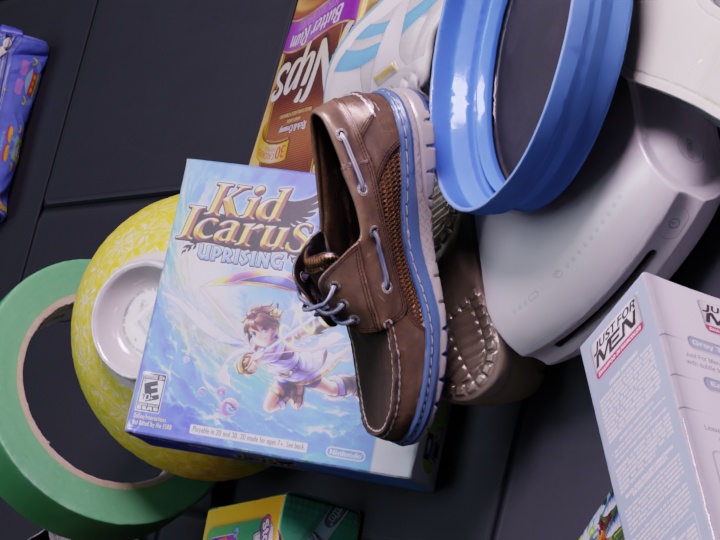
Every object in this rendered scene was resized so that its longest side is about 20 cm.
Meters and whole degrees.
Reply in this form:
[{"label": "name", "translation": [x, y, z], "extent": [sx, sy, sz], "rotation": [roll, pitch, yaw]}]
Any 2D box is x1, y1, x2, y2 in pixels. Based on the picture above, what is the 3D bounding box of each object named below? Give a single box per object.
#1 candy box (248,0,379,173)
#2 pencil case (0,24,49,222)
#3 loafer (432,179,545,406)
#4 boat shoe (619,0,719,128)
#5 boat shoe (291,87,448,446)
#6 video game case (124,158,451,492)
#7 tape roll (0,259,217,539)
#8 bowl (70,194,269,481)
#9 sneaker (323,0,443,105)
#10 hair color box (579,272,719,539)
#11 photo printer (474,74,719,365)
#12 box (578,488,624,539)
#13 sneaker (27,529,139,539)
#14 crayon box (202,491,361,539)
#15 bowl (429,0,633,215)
[{"label": "candy box", "translation": [-0.007, -0.155, 1.725], "extent": [0.117, 0.056, 0.201], "rotation": [12, 86, 64]}, {"label": "pencil case", "translation": [-0.365, -0.149, 2.433], "extent": [0.087, 0.078, 0.201], "rotation": [120, 163, -81]}, {"label": "loafer", "translation": [0.058, 0.001, 1.444], "extent": [0.076, 0.068, 0.200], "rotation": [-30, 52, 25]}, {"label": "boat shoe", "translation": [0.182, -0.111, 1.263], "extent": [0.073, 0.062, 0.200], "rotation": [-55, 37, 8]}, {"label": "boat shoe", "translation": [0.000, 0.000, 1.374], "extent": [0.072, 0.072, 0.201], "rotation": [-1, 93, 64]}, {"label": "video game case", "translation": [-0.033, 0.031, 1.527], "extent": [0.199, 0.045, 0.182], "rotation": [7, 77, 23]}, {"label": "tape roll", "translation": [-0.184, 0.092, 1.752], "extent": [0.048, 0.200, 0.201], "rotation": [-38, 41, 52]}, {"label": "bowl", "translation": [-0.119, 0.038, 1.646], "extent": [0.200, 0.108, 0.201], "rotation": [-3, 82, 23]}, {"label": "sneaker", "translation": [0.037, -0.132, 1.595], "extent": [0.200, 0.076, 0.081], "rotation": [-55, 32, 37]}, {"label": "hair color box", "translation": [0.172, 0.102, 1.128], "extent": [0.061, 0.099, 0.200], "rotation": [-53, 31, 36]}, {"label": "photo printer", "translation": [0.127, -0.058, 1.364], "extent": [0.166, 0.069, 0.200], "rotation": [-49, 33, 40]}, {"label": "box", "translation": [0.137, 0.215, 1.196], "extent": [0.137, 0.040, 0.200], "rotation": [-61, 27, 25]}, {"label": "sneaker", "translation": [-0.249, 0.242, 1.928], "extent": [0.200, 0.082, 0.075], "rotation": [-54, 31, 35]}, {"label": "crayon box", "translation": [-0.067, 0.248, 1.575], "extent": [0.119, 0.058, 0.201], "rotation": [-19, 56, 60]}, {"label": "bowl", "translation": [0.091, -0.126, 1.321], "extent": [0.201, 0.039, 0.201], "rotation": [-169, 90, -72]}]
